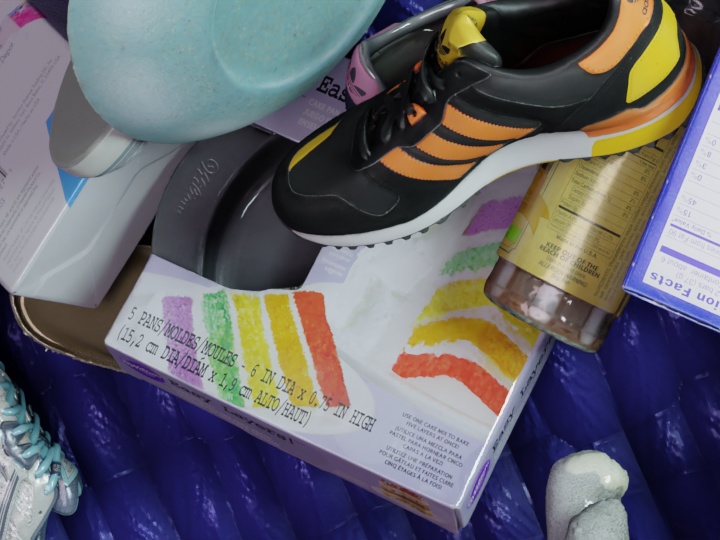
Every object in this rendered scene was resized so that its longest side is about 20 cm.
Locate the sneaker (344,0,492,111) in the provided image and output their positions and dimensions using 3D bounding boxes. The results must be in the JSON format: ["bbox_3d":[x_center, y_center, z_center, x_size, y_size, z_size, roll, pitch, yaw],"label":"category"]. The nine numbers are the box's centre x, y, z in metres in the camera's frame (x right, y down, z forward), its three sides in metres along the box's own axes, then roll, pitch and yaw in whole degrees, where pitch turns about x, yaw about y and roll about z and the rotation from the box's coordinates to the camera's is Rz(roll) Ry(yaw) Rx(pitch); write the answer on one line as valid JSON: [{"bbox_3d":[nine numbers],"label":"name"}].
[{"bbox_3d":[0.087,-0.107,1.082,0.200,0.082,0.070,-24,70,2],"label":"sneaker"}]

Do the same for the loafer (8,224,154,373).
[{"bbox_3d":[-0.095,0.020,1.198,0.200,0.067,0.076,8,100,18],"label":"loafer"}]

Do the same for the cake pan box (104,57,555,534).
[{"bbox_3d":[0.000,0.000,1.129,0.200,0.052,0.184,26,74,14],"label":"cake pan box"}]

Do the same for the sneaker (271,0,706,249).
[{"bbox_3d":[0.040,-0.077,0.999,0.200,0.090,0.070,-18,51,19],"label":"sneaker"}]

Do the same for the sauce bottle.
[{"bbox_3d":[0.124,-0.064,1.051,0.065,0.065,0.200,28,93,14],"label":"sauce bottle"}]

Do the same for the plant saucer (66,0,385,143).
[{"bbox_3d":[-0.036,-0.133,1.015,0.039,0.201,0.201,38,110,32],"label":"plant saucer"}]

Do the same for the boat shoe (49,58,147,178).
[{"bbox_3d":[-0.065,-0.120,1.079,0.201,0.071,0.070,-57,37,2],"label":"boat shoe"}]

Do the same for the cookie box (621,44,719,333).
[{"bbox_3d":[0.201,-0.078,1.023,0.075,0.171,0.200,25,106,16],"label":"cookie box"}]

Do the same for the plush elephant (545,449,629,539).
[{"bbox_3d":[0.165,0.174,1.036,0.155,0.200,0.165,-16,113,25],"label":"plush elephant"}]

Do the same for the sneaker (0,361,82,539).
[{"bbox_3d":[-0.189,0.096,1.251,0.086,0.078,0.200,-1,105,8],"label":"sneaker"}]

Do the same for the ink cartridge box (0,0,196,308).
[{"bbox_3d":[-0.181,-0.088,1.193,0.200,0.068,0.115,44,108,30],"label":"ink cartridge box"}]
